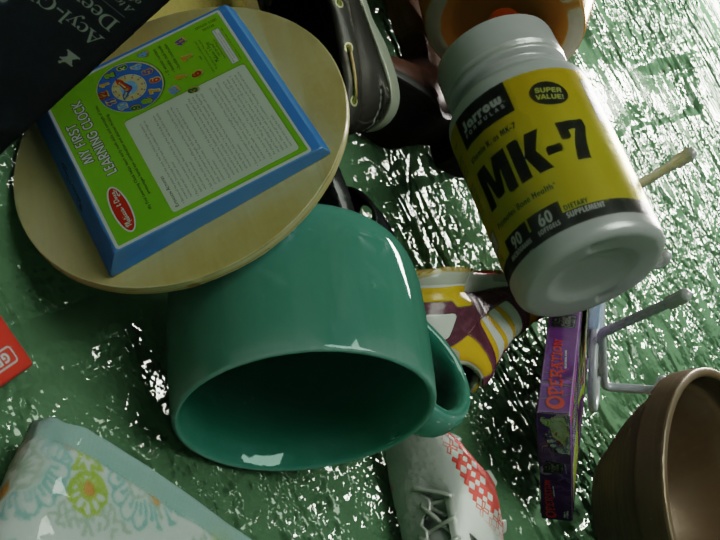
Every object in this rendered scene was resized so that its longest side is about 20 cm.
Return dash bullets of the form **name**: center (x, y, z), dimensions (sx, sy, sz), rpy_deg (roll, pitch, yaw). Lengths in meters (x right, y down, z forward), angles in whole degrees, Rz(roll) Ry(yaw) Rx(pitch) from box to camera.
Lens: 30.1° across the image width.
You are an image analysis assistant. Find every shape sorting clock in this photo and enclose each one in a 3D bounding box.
- **shape sorting clock**: center (-0.102, -0.072, 0.757), dimensions (0.039, 0.198, 0.202), rpy_deg (74, 14, -53)

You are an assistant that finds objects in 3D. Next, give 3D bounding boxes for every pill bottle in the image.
- **pill bottle**: center (0.131, -0.079, 0.969), dimensions (0.114, 0.114, 0.201), rpy_deg (12, 48, -45)

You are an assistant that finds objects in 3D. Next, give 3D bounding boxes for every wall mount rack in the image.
- **wall mount rack**: center (0.212, 0.004, 1.021), dimensions (0.174, 0.074, 0.202), rpy_deg (73, 22, -60)

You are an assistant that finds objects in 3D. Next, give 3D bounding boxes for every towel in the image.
- **towel**: center (-0.110, 0.191, 0.665), dimensions (0.200, 0.048, 0.172), rpy_deg (38, 40, -26)

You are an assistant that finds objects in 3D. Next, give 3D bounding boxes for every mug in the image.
- **mug**: center (-0.031, 0.039, 0.787), dimensions (0.185, 0.151, 0.115), rpy_deg (54, 24, -56)

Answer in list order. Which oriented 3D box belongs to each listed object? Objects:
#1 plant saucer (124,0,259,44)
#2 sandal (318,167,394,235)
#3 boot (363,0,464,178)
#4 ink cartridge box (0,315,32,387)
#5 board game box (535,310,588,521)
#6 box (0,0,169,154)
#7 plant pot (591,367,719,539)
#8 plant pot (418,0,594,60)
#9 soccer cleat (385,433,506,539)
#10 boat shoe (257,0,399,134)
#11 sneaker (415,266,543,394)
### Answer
- **plant saucer**: center (-0.136, -0.197, 0.905), dimensions (0.199, 0.048, 0.201), rpy_deg (37, 42, -27)
- **sandal**: center (0.000, 0.001, 0.898), dimensions (0.048, 0.075, 0.202), rpy_deg (-18, 80, -41)
- **boot**: center (0.040, -0.194, 1.093), dimensions (0.187, 0.068, 0.202), rpy_deg (17, 52, -42)
- **ink cartridge box**: center (-0.256, 0.008, 0.626), dimensions (0.174, 0.043, 0.200), rpy_deg (55, 36, -4)
- **board game box**: center (0.158, 0.074, 1.023), dimensions (0.201, 0.032, 0.121), rpy_deg (-74, 165, -46)
- **box**: center (-0.193, -0.171, 0.692), dimensions (0.148, 0.199, 0.108), rpy_deg (37, 42, -26)
- **plant pot**: center (0.241, 0.180, 1.030), dimensions (0.200, 0.092, 0.203), rpy_deg (19, 65, -48)
- **plant pot**: center (0.118, -0.259, 1.071), dimensions (0.199, 0.199, 0.185), rpy_deg (33, 47, -30)
- **soccer cleat**: center (0.059, 0.190, 0.849), dimensions (0.085, 0.068, 0.202), rpy_deg (-10, 78, -56)
- **boat shoe**: center (-0.037, -0.188, 0.916), dimensions (0.060, 0.071, 0.203), rpy_deg (-19, 83, -57)
- **sneaker**: center (0.079, 0.045, 0.982), dimensions (0.199, 0.074, 0.091), rpy_deg (3, 85, -53)
